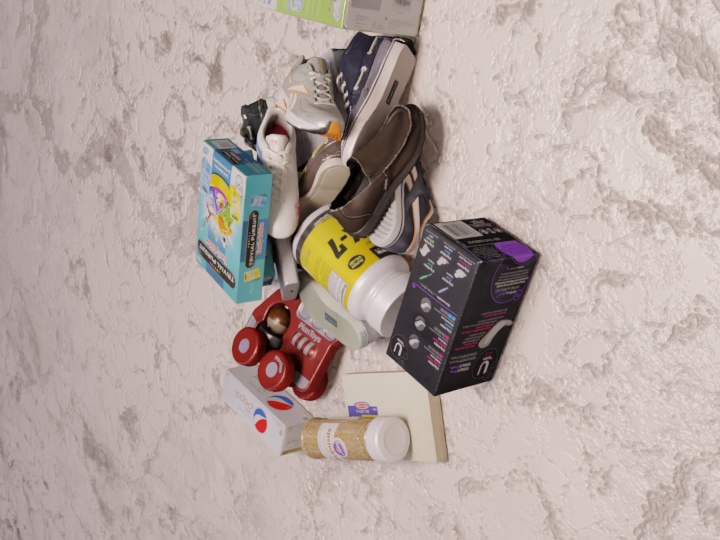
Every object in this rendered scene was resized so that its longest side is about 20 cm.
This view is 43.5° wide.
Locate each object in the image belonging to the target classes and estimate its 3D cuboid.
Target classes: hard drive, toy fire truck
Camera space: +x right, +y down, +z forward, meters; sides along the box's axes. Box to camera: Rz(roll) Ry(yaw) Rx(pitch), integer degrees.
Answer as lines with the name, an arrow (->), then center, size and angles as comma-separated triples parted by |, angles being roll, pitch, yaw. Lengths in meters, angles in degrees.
hard drive -> -0.131, -0.062, 1.449 | 0.132, 0.026, 0.202 | 118, 141, -75
toy fire truck -> -0.112, 0.110, 1.511 | 0.199, 0.112, 0.169 | 35, 96, 41

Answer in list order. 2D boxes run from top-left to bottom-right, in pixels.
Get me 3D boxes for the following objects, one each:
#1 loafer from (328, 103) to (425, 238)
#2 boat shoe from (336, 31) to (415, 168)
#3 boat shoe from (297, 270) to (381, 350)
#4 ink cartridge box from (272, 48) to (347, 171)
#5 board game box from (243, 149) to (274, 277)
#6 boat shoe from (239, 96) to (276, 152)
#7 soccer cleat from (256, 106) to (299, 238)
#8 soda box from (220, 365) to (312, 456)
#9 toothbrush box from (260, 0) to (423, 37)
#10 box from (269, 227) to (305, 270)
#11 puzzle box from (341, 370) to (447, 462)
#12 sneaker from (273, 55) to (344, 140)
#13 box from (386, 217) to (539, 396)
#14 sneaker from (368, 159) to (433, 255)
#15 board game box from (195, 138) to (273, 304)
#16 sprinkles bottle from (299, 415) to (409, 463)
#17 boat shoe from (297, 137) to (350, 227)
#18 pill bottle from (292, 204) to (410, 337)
loafer -> 0.022, -0.143, 1.232 | 0.073, 0.071, 0.202 | 24, 87, 52
boat shoe -> 0.000, -0.245, 1.290 | 0.092, 0.075, 0.202 | 23, 83, 28
boat shoe -> -0.030, 0.056, 1.418 | 0.201, 0.071, 0.071 | 39, 137, 44
ink cartridge box -> -0.061, -0.241, 1.408 | 0.199, 0.076, 0.138 | -23, 77, 47
board game box -> -0.183, -0.079, 1.479 | 0.151, 0.046, 0.202 | 140, 119, -79
boat shoe -> -0.170, -0.234, 1.487 | 0.200, 0.060, 0.076 | 114, 143, -75
soccer cleat -> -0.127, -0.149, 1.336 | 0.087, 0.069, 0.202 | 105, 161, -65
soda box -> -0.167, 0.245, 1.605 | 0.199, 0.068, 0.064 | 34, 120, 42
toothbrush box -> -0.026, -0.396, 1.293 | 0.199, 0.145, 0.087 | 27, 115, 45
box -> -0.101, -0.060, 1.512 | 0.199, 0.034, 0.111 | 12, 104, 48
puzzle box -> 0.048, 0.220, 1.381 | 0.199, 0.025, 0.135 | -9, 89, 50
sneaker -> -0.067, -0.252, 1.279 | 0.200, 0.075, 0.093 | 50, 122, 54
box -> 0.131, 0.045, 1.185 | 0.106, 0.121, 0.202 | 38, 122, 39
sneaker -> 0.057, -0.114, 1.295 | 0.078, 0.079, 0.202 | -19, 56, 43
board game box -> -0.192, -0.075, 1.346 | 0.151, 0.047, 0.202 | 39, 129, 47
sprinkles bottle -> -0.012, 0.258, 1.386 | 0.199, 0.068, 0.069 | -12, 86, 51
boat shoe -> -0.062, -0.131, 1.373 | 0.200, 0.071, 0.060 | 129, 141, -56
pill bottle -> 0.000, 0.000, 1.334 | 0.200, 0.114, 0.115 | 42, 125, 30
